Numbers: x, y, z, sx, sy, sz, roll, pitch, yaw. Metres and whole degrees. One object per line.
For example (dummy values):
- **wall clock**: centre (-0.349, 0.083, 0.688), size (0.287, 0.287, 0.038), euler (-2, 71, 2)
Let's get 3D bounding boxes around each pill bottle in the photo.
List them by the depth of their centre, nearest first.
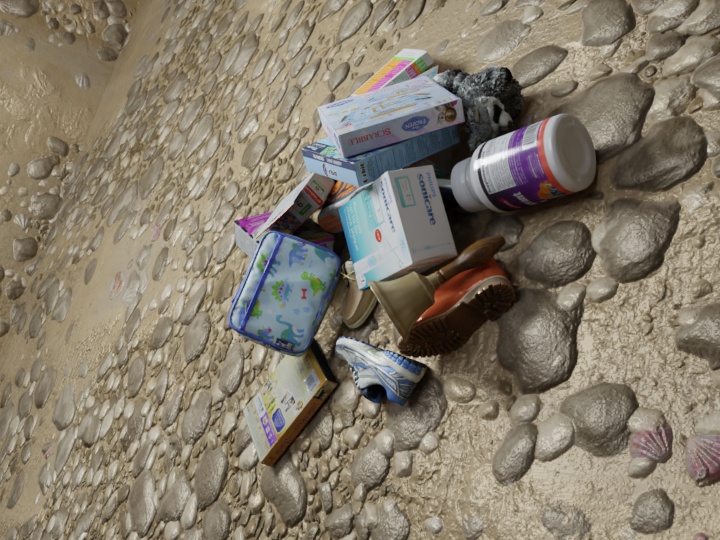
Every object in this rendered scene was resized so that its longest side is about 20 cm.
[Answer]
- **pill bottle**: centre (0.233, -0.148, 1.220), size (0.200, 0.111, 0.112), euler (-15, 55, 47)

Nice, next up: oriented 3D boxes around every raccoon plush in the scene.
- **raccoon plush**: centre (0.169, -0.257, 1.347), size (0.200, 0.097, 0.134), euler (8, 43, 49)

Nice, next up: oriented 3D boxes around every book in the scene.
- **book**: centre (0.036, -0.342, 1.573), size (0.200, 0.048, 0.134), euler (-39, 17, -2)

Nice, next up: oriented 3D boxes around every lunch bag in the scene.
- **lunch bag**: centre (-0.134, 0.041, 1.456), size (0.082, 0.160, 0.200), euler (90, -156, -79)

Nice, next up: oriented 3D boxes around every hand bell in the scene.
- **hand bell**: centre (0.121, 0.007, 1.189), size (0.200, 0.104, 0.104), euler (-32, 39, 1)

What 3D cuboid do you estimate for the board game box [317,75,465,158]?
- **board game box**: centre (0.044, -0.253, 1.345), size (0.199, 0.041, 0.200), euler (-17, 26, -4)

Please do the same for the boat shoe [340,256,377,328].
- **boat shoe**: centre (0.000, 0.000, 1.450), size (0.074, 0.066, 0.201), euler (-4, 63, 51)

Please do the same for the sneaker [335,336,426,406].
- **sneaker**: centre (0.014, 0.161, 1.315), size (0.200, 0.077, 0.085), euler (13, 81, 55)

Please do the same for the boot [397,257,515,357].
- **boot**: centre (0.134, 0.051, 1.248), size (0.200, 0.075, 0.107), euler (-36, 38, 19)

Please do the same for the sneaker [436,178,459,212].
- **sneaker**: centre (0.109, -0.095, 1.382), size (0.200, 0.075, 0.085), euler (-11, 64, 55)

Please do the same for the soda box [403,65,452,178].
- **soda box**: centre (0.125, -0.259, 1.471), size (0.063, 0.068, 0.201), euler (-16, 55, 45)

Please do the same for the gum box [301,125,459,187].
- **gum box**: centre (0.031, -0.204, 1.353), size (0.200, 0.045, 0.170), euler (-26, 28, -24)

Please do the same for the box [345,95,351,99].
- **box**: centre (0.000, -0.271, 1.655), size (0.075, 0.050, 0.200), euler (-47, 38, 17)

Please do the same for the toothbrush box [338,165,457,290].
- **toothbrush box**: centre (0.054, -0.063, 1.311), size (0.200, 0.085, 0.147), euler (-27, 76, 63)

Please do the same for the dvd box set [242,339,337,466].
- **dvd box set**: centre (-0.130, 0.228, 1.485), size (0.200, 0.029, 0.146), euler (-53, 35, 13)

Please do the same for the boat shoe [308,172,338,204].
- **boat shoe**: centre (-0.076, -0.178, 1.673), size (0.200, 0.065, 0.072), euler (-14, 56, 47)

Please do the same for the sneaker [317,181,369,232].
- **sneaker**: centre (0.007, -0.152, 1.542), size (0.200, 0.078, 0.112), euler (-18, 39, 30)

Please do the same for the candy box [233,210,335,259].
- **candy box**: centre (-0.151, -0.058, 1.620), size (0.200, 0.136, 0.061), euler (37, 137, 54)

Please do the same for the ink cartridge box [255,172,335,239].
- **ink cartridge box**: centre (-0.118, -0.113, 1.538), size (0.109, 0.050, 0.200), euler (-40, 13, 25)
